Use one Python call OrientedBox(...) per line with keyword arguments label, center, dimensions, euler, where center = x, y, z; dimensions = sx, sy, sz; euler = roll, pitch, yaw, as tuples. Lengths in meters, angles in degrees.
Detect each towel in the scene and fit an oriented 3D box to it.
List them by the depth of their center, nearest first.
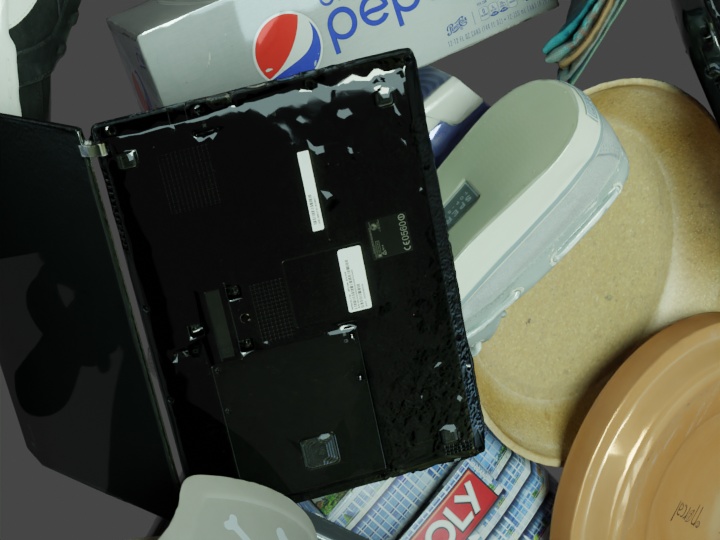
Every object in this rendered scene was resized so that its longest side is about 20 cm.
OrientedBox(label="towel", center=(0.145, -0.189, 0.721), dimensions=(0.022, 0.147, 0.201), euler=(30, 121, -1))

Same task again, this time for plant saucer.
OrientedBox(label="plant saucer", center=(0.117, -0.001, 0.838), dimensions=(0.198, 0.035, 0.203), euler=(-12, 111, -33))
OrientedBox(label="plant saucer", center=(0.182, 0.123, 0.883), dimensions=(0.199, 0.032, 0.203), euler=(-13, 112, -36))

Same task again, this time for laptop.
OrientedBox(label="laptop", center=(-0.066, 0.003, 0.681), dimensions=(0.198, 0.103, 0.179), euler=(-14, 114, -4))

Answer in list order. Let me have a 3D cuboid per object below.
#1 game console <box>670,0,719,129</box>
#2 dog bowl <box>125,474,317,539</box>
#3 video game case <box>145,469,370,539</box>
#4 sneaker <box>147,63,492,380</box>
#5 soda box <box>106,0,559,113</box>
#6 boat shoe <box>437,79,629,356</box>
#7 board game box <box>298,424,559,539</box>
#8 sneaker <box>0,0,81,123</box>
OrientedBox(label="game console", center=(0.245, -0.090, 0.846), dimensions=(0.115, 0.176, 0.201), euler=(-23, 112, 16))
OrientedBox(label="dog bowl", center=(-0.100, 0.167, 0.661), dimensions=(0.198, 0.059, 0.201), euler=(-18, 144, -13))
OrientedBox(label="video game case", center=(-0.061, 0.196, 0.786), dimensions=(0.142, 0.019, 0.201), euler=(26, 114, -10))
OrientedBox(label="sneaker", center=(-0.001, 0.001, 0.794), dimensions=(0.115, 0.081, 0.200), euler=(40, 93, -28))
OrientedBox(label="soda box", center=(-0.012, -0.121, 0.761), dimensions=(0.198, 0.063, 0.069), euler=(-26, 113, -14))
OrientedBox(label="boat shoe", center=(0.041, 0.007, 0.724), dimensions=(0.201, 0.070, 0.071), euler=(-45, 133, 12))
OrientedBox(label="board game box", center=(0.008, 0.153, 0.836), dimensions=(0.200, 0.062, 0.200), euler=(43, 85, -25))
OrientedBox(label="sneaker", center=(-0.118, -0.145, 0.707), dimensions=(0.111, 0.073, 0.203), euler=(-7, 104, -18))
